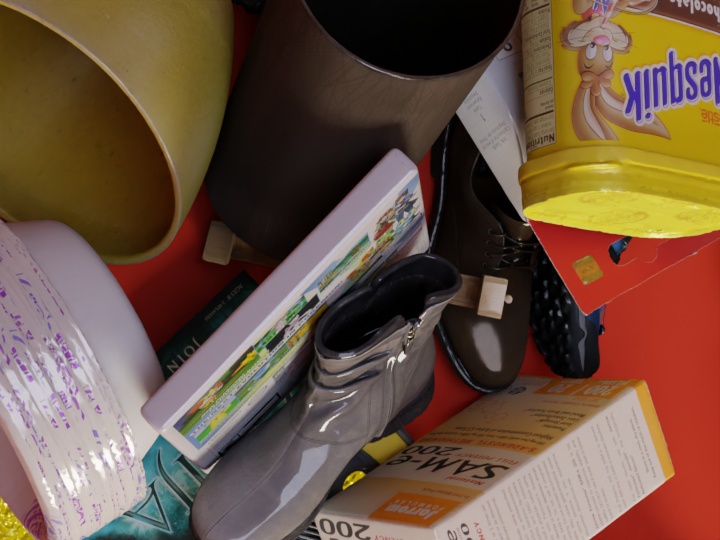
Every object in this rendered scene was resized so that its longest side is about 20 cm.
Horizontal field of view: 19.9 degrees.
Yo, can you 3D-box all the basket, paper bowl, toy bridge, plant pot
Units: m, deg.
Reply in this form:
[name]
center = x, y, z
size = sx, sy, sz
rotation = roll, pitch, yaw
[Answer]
[basket]
center = -0.009, -0.106, 1.196
size = 0.135, 0.200, 0.181
rotation = 29, 45, -2
[paper bowl]
center = -0.184, 0.053, 1.185
size = 0.104, 0.200, 0.202
rotation = -30, 106, -19
[toy bridge]
center = 0.000, 0.000, 1.316
size = 0.198, 0.067, 0.027
rotation = 11, 92, -1
[plant pot]
center = -0.153, -0.125, 1.199
size = 0.200, 0.199, 0.142
rotation = 49, 53, -19

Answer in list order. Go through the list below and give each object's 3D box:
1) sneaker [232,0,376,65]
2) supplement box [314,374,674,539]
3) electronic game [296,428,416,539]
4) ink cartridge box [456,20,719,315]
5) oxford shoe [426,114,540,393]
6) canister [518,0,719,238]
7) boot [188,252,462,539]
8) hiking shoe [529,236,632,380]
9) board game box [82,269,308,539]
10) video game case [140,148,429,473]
[sneaker]
center = -0.043, -0.177, 1.283
size = 0.097, 0.071, 0.201
rotation = -31, 110, -7
[supplement box]
center = 0.086, 0.141, 1.313
size = 0.199, 0.126, 0.074
rotation = -31, 108, -35
[electronic game]
center = -0.038, 0.177, 1.343
size = 0.198, 0.042, 0.202
rotation = -3, 98, -21
[ink cartridge box]
center = 0.149, -0.092, 1.310
size = 0.160, 0.050, 0.201
rotation = -26, 80, -39
[oxford shoe]
center = 0.085, -0.015, 1.345
size = 0.072, 0.084, 0.202
rotation = -8, 101, -21
[canister]
center = 0.162, -0.131, 1.257
size = 0.148, 0.086, 0.202
rotation = 7, 76, -38
[boot]
center = -0.025, 0.075, 1.203
size = 0.070, 0.132, 0.200
rotation = 36, 61, 17
[hiking shoe]
center = 0.159, -0.026, 1.376
size = 0.086, 0.074, 0.202
rotation = -4, 98, -20
[board game box]
center = -0.098, 0.116, 1.287
size = 0.135, 0.028, 0.200
rotation = 44, 78, 9
[video game case]
center = -0.037, 0.029, 1.185
size = 0.022, 0.182, 0.200
rotation = 43, 84, 12
